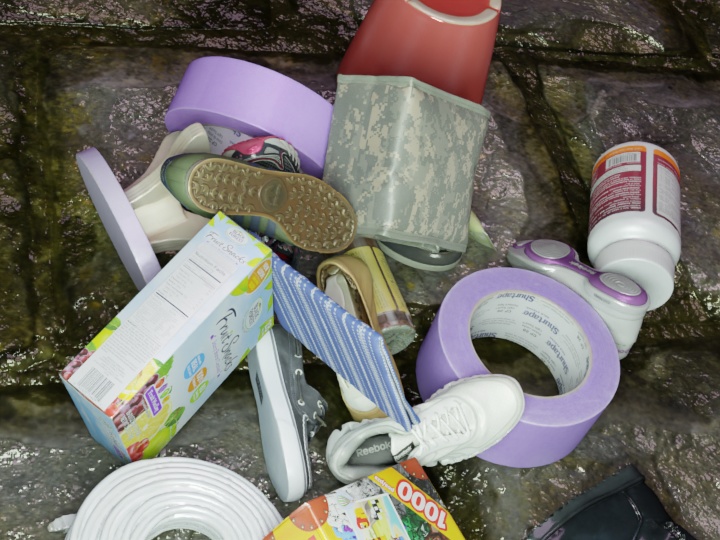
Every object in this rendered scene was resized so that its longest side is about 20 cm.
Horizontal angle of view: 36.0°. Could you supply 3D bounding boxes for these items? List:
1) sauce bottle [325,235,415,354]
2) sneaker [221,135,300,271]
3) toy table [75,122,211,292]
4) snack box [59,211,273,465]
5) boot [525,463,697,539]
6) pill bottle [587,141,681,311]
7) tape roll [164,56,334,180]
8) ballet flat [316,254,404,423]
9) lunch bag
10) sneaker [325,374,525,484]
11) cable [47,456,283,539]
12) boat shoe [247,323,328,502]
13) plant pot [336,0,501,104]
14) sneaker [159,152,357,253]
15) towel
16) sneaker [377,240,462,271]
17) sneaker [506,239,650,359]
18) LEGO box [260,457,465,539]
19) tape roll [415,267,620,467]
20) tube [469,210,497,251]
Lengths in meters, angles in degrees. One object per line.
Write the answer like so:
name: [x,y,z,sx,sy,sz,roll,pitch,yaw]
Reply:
sauce bottle: [0.000,0.000,1.211,0.064,0.065,0.200,-5,52,-22]
sneaker: [-0.091,-0.058,1.138,0.080,0.200,0.075,-12,51,-1]
toy table: [-0.200,-0.064,1.136,0.117,0.184,0.200,-24,67,-15]
snack box: [-0.164,0.068,0.995,0.068,0.169,0.200,35,68,13]
boot: [0.256,0.287,1.044,0.200,0.077,0.168,-20,56,-38]
pill bottle: [0.329,-0.053,1.334,0.109,0.110,0.200,18,48,-3]
tape roll: [-0.109,-0.150,1.206,0.199,0.200,0.066,21,75,0]
ballet flat: [-0.007,0.080,1.108,0.063,0.068,0.201,13,58,-61]
lunch bag: [0.057,-0.108,1.178,0.117,0.165,0.200,9,0,38]
sneaker: [0.062,0.154,1.041,0.199,0.081,0.075,-22,84,0]
cable: [-0.154,0.251,0.944,0.200,0.069,0.200,-23,61,-33]
boat shoe: [-0.065,0.132,1.082,0.066,0.070,0.200,-2,44,-18]
plant pot: [0.084,-0.290,1.407,0.200,0.178,0.201,9,48,-10]
sneaker: [-0.100,-0.071,1.050,0.200,0.067,0.090,16,2,-42]
towel: [-0.027,0.052,1.011,0.024,0.145,0.200,-40,50,-16]
sneaker: [0.041,-0.087,1.269,0.200,0.106,0.075,37,49,14]
sneaker: [0.234,0.031,1.258,0.075,0.100,0.200,-14,33,-32]
LEGO box: [0.032,0.277,0.933,0.149,0.077,0.200,-12,64,-49]
tape roll: [0.164,0.099,1.169,0.199,0.085,0.201,10,49,-11]
tube: [0.084,-0.094,1.323,0.200,0.052,0.058,42,42,19]
